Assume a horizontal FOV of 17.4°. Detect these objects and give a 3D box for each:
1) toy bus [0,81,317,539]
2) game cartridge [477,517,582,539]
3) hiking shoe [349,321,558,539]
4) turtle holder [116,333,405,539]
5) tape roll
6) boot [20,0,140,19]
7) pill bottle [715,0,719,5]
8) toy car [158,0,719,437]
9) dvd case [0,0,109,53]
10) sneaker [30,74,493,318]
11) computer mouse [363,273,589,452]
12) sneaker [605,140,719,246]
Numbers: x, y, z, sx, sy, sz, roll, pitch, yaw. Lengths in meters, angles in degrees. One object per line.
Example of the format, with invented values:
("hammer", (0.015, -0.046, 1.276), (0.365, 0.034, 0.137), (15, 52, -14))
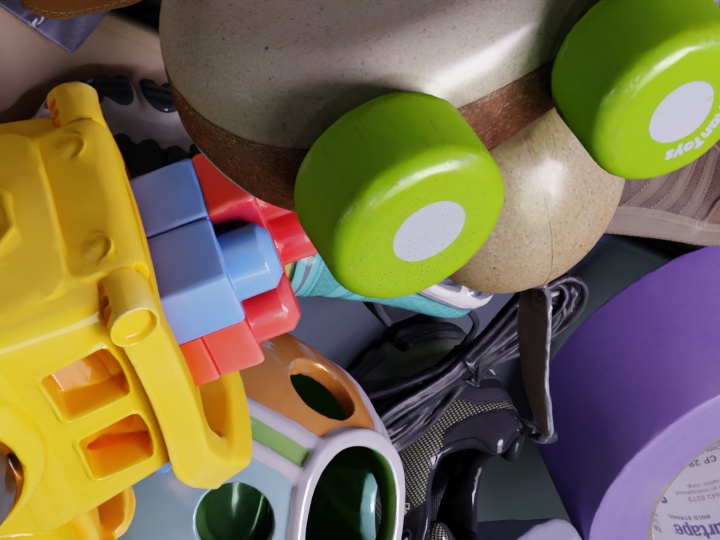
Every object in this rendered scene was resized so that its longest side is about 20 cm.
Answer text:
("toy bus", (-0.098, 0.032, 0.817), (0.191, 0.136, 0.201), (-19, 144, -3))
("game cartridge", (0.004, 0.184, 1.155), (0.199, 0.041, 0.133), (-33, -176, -28))
("hiking shoe", (0.003, 0.124, 1.102), (0.201, 0.101, 0.076), (-54, 145, 13))
("turtle holder", (-0.059, 0.110, 0.943), (0.141, 0.131, 0.187), (40, 66, -48))
("tape roll", (0.193, 0.080, 1.183), (0.198, 0.085, 0.201), (-13, 140, -11))
("boot", (-0.033, -0.167, 0.740), (0.199, 0.077, 0.156), (-27, 141, -23))
("pill bottle", (0.070, -0.136, 0.885), (0.199, 0.112, 0.113), (-9, 133, -42))
("toy car", (0.024, -0.037, 0.743), (0.157, 0.165, 0.201), (-25, 143, -12))
("dvd case", (-0.075, -0.177, 0.770), (0.200, 0.016, 0.149), (-50, 146, 5))
("sneaker", (-0.042, -0.018, 0.900), (0.198, 0.078, 0.080), (14, 131, -22))
("computer mouse", (0.000, 0.000, 1.011), (0.140, 0.046, 0.200), (-39, 137, 7))
("sneaker", (0.139, -0.058, 1.084), (0.199, 0.070, 0.076), (-2, 117, -52))
